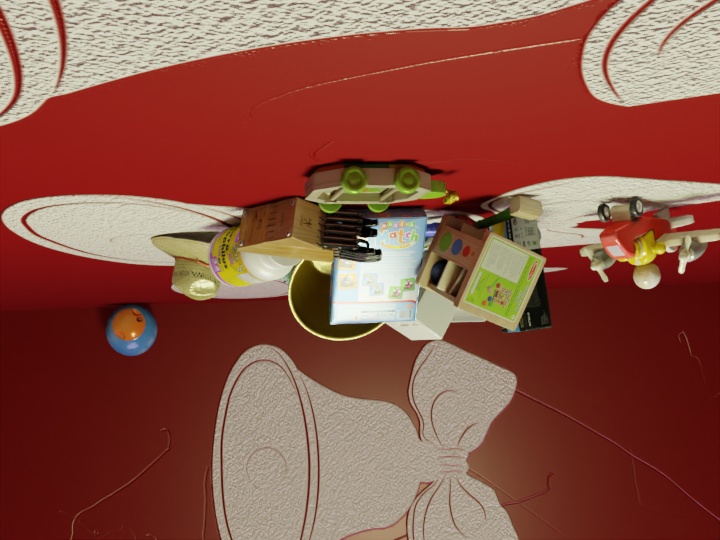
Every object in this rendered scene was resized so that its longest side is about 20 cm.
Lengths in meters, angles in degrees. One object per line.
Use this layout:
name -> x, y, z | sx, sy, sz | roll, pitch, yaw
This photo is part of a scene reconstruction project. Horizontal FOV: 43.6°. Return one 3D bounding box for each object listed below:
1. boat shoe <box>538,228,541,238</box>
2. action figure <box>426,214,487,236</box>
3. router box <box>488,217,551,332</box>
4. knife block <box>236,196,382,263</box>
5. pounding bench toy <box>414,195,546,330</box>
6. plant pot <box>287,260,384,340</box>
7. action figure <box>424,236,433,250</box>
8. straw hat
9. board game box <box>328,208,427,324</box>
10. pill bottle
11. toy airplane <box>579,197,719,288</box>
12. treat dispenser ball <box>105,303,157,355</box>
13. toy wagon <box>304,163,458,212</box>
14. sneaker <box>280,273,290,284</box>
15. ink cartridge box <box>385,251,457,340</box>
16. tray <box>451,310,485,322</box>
boat shoe -> 0.238, -0.027, 1.684 | 0.200, 0.075, 0.086 | -25, 164, -12
action figure -> 0.128, -0.046, 1.574 | 0.197, 0.101, 0.065 | -7, 175, 22
router box -> 0.272, 0.004, 1.559 | 0.050, 0.203, 0.149 | -7, 175, -8
knife block -> -0.068, -0.050, 1.386 | 0.174, 0.065, 0.198 | 22, 159, -41
pounding bench toy -> 0.200, -0.036, 1.447 | 0.123, 0.202, 0.156 | 21, -174, -30
plant pot -> -0.036, -0.002, 1.581 | 0.197, 0.203, 0.143 | -1, -150, -11
action figure -> 0.108, -0.057, 1.685 | 0.197, 0.056, 0.118 | -7, 172, 3
straw hat -> -0.308, 0.009, 1.702 | 0.198, 0.086, 0.201 | 12, 164, 3
board game box -> 0.026, -0.006, 1.484 | 0.149, 0.202, 0.037 | -1, -148, -10
pill bottle -> -0.173, -0.032, 1.516 | 0.103, 0.106, 0.199 | 1, 173, -34
toy airplane -> 0.480, -0.040, 1.509 | 0.196, 0.144, 0.200 | -3, 175, 1
treat dispenser ball -> -0.904, 0.234, 3.557 | 0.197, 0.204, 0.201 | -2, 175, 0
toy wagon -> 0.030, -0.106, 1.161 | 0.197, 0.040, 0.155 | -2, 175, -14
sneaker -> -0.181, -0.022, 1.820 | 0.199, 0.075, 0.087 | 24, 170, -39
ink cartridge box -> 0.144, 0.032, 1.772 | 0.084, 0.202, 0.144 | 34, 164, -15
tray -> 0.248, 0.014, 1.884 | 0.106, 0.203, 0.022 | 0, -154, -34
